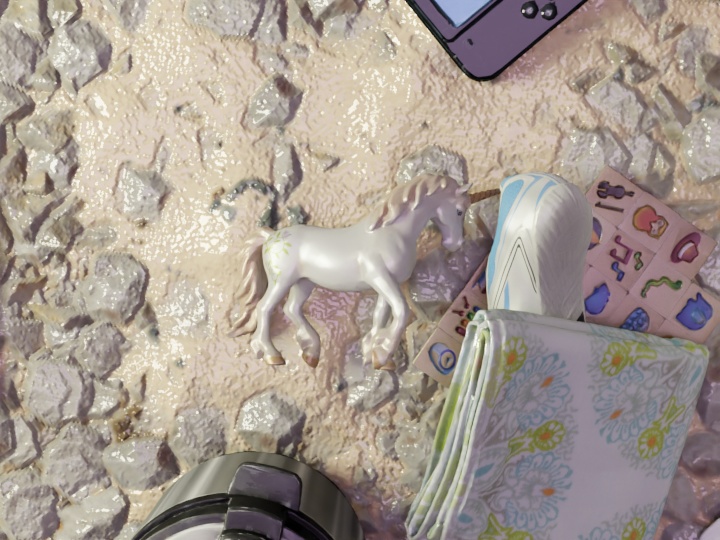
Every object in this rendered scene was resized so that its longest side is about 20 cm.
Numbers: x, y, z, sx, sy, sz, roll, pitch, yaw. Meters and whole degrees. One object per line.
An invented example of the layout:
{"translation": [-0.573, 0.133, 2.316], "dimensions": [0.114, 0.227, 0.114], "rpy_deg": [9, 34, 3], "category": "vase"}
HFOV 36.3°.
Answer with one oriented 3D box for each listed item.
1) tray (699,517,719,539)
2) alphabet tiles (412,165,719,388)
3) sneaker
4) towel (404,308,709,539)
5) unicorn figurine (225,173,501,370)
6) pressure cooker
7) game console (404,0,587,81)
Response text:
{"translation": [0.350, 0.167, 0.779], "dimensions": [0.200, 0.022, 0.107], "rpy_deg": [-43, 57, 4], "category": "tray"}
{"translation": [0.161, 0.033, 0.800], "dimensions": [0.167, 0.008, 0.200], "rpy_deg": [35, 94, -1], "category": "alphabet tiles"}
{"translation": [0.119, 0.029, 0.773], "dimensions": [0.072, 0.072, 0.201], "rpy_deg": [-3, 107, -26], "category": "sneaker"}
{"translation": [0.138, 0.120, 0.746], "dimensions": [0.199, 0.048, 0.172], "rpy_deg": [10, 104, -27], "category": "towel"}
{"translation": [0.000, 0.000, 0.766], "dimensions": [0.199, 0.074, 0.138], "rpy_deg": [2, 83, 7], "category": "unicorn figurine"}
{"translation": [-0.080, 0.224, 0.724], "dimensions": [0.178, 0.200, 0.176], "rpy_deg": [-30, 92, 3], "category": "pressure cooker"}
{"translation": [0.085, -0.255, 0.727], "dimensions": [0.172, 0.119, 0.200], "rpy_deg": [-39, 92, 3], "category": "game console"}
